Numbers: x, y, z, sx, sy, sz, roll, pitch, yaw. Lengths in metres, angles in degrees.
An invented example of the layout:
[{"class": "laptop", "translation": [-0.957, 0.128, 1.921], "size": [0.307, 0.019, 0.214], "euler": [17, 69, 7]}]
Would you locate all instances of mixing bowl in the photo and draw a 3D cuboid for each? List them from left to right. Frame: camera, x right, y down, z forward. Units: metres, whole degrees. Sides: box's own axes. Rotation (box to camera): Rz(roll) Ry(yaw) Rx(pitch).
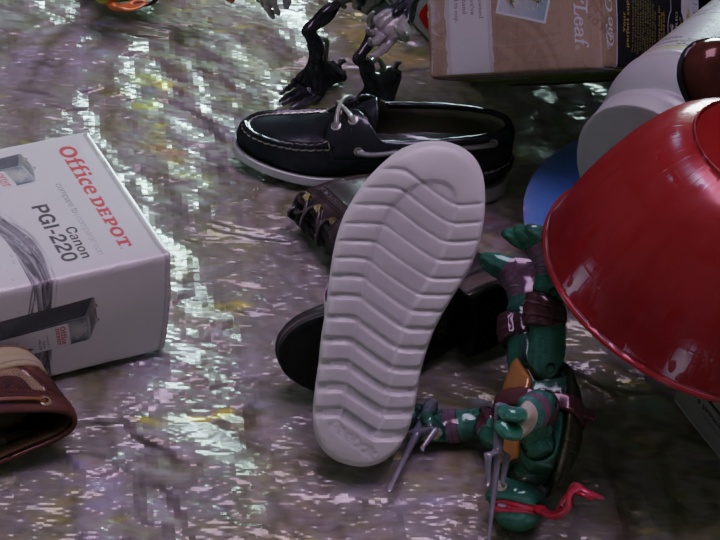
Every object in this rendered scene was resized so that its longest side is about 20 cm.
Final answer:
[{"class": "mixing bowl", "translation": [0.217, -0.028, 1.323], "size": [0.200, 0.108, 0.200], "euler": [13, 41, -11]}]

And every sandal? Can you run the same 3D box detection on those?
[{"class": "sandal", "translation": [0.014, 0.017, 1.385], "size": [0.082, 0.203, 0.050], "euler": [20, -1, -5]}]

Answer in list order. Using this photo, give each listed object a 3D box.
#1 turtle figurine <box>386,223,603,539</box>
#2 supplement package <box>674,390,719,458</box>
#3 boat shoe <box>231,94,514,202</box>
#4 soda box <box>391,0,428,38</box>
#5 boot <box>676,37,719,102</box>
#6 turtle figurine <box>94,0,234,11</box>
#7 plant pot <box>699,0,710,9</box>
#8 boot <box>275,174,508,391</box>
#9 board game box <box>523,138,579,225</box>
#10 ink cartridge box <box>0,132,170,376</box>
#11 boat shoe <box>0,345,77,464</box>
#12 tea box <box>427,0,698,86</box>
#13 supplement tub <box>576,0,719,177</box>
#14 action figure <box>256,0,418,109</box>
[{"class": "turtle figurine", "translation": [0.089, 0.080, 1.372], "size": [0.101, 0.150, 0.200], "euler": [20, 69, -25]}, {"class": "supplement package", "translation": [0.326, 0.069, 1.423], "size": [0.200, 0.111, 0.156], "euler": [-11, 42, -24]}, {"class": "boat shoe", "translation": [0.010, -0.097, 1.619], "size": [0.200, 0.060, 0.076], "euler": [4, 38, -5]}, {"class": "soda box", "translation": [0.068, -0.229, 1.795], "size": [0.068, 0.064, 0.200], "euler": [-15, 43, -26]}, {"class": "boot", "translation": [0.290, -0.091, 1.344], "size": [0.188, 0.200, 0.068], "euler": [44, 77, -2]}, {"class": "turtle figurine", "translation": [-0.165, -0.236, 1.763], "size": [0.200, 0.065, 0.161], "euler": [11, 30, 18]}, {"class": "plant pot", "translation": [0.268, -0.245, 1.779], "size": [0.187, 0.187, 0.200], "euler": [34, 28, 30]}, {"class": "boot", "translation": [0.000, 0.000, 1.504], "size": [0.200, 0.069, 0.174], "euler": [-12, 37, -29]}, {"class": "board game box", "translation": [0.210, -0.020, 1.578], "size": [0.200, 0.039, 0.158], "euler": [11, 44, 9]}, {"class": "ink cartridge box", "translation": [-0.236, 0.000, 1.438], "size": [0.200, 0.085, 0.146], "euler": [-12, 42, -26]}, {"class": "boat shoe", "translation": [-0.255, 0.103, 1.318], "size": [0.200, 0.072, 0.072], "euler": [-16, 42, -36]}, {"class": "tea box", "translation": [0.144, -0.233, 1.605], "size": [0.133, 0.200, 0.197], "euler": [-1, 1, 27]}, {"class": "supplement tub", "translation": [0.252, -0.103, 1.533], "size": [0.145, 0.145, 0.200], "euler": [31, 51, 27]}, {"class": "action figure", "translation": [-0.007, -0.194, 1.627], "size": [0.119, 0.200, 0.102], "euler": [23, 43, 18]}]
